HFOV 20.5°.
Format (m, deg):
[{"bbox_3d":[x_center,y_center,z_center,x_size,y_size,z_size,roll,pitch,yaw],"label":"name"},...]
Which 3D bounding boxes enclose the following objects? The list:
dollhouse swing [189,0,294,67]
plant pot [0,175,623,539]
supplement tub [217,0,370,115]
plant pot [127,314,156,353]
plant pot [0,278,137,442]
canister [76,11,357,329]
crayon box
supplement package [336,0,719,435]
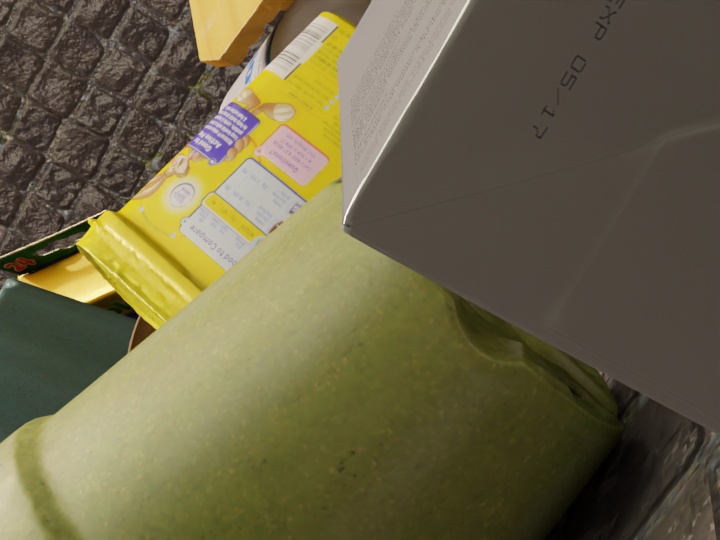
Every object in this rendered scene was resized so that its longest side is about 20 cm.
[{"bbox_3d":[-0.029,-0.245,1.427,0.200,0.182,0.176,-49,54,34],"label":"dollhouse swing"},{"bbox_3d":[-0.016,0.073,0.691,0.184,0.200,0.200,-48,11,9],"label":"plant pot"},{"bbox_3d":[-0.026,-0.124,1.482,0.132,0.132,0.200,-65,9,-23],"label":"supplement tub"},{"bbox_3d":[-0.049,0.030,1.170,0.200,0.027,0.200,-22,43,22],"label":"plant pot"},{"bbox_3d":[-0.180,0.110,1.352,0.200,0.196,0.200,-156,90,-83],"label":"plant pot"},{"bbox_3d":[-0.040,-0.036,1.124,0.200,0.149,0.087,-45,-35,-9],"label":"canister"},{"bbox_3d":[-0.158,0.024,1.447,0.127,0.200,0.051,-22,60,33],"label":"crayon box"},{"bbox_3d":[0.093,-0.066,0.546,0.152,0.151,0.200,-59,9,14],"label":"supplement package"}]
